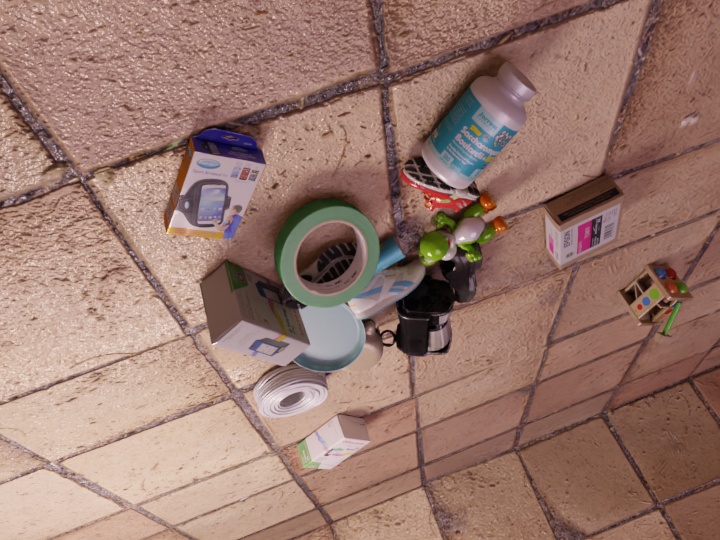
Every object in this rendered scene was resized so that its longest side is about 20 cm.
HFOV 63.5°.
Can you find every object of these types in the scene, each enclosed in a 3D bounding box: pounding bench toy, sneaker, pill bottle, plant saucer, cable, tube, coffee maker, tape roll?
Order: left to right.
[{"bbox_3d":[-0.182,0.321,1.539,0.198,0.070,0.200,18,128,-44],"label":"cable"},{"bbox_3d":[-0.086,0.143,1.325,0.195,0.028,0.204,1,117,2],"label":"plant saucer"},{"bbox_3d":[-0.076,0.006,1.193,0.198,0.079,0.090,-30,-176,-9],"label":"sneaker"},{"bbox_3d":[-0.061,-0.030,1.089,0.197,0.048,0.204,-10,117,-21],"label":"tape roll"},{"bbox_3d":[0.000,0.000,1.229,0.198,0.051,0.078,-32,-171,9],"label":"tube"},{"bbox_3d":[0.059,0.025,1.276,0.198,0.082,0.076,-32,-168,-19],"label":"sneaker"},{"bbox_3d":[0.131,0.118,1.395,0.189,0.136,0.201,-19,145,-5],"label":"coffee maker"},{"bbox_3d":[0.144,-0.149,1.103,0.197,0.078,0.085,12,138,-39],"label":"sneaker"},{"bbox_3d":[0.230,0.004,1.370,0.089,0.077,0.202,-8,137,-5],"label":"sneaker"},{"bbox_3d":[0.200,-0.243,0.975,0.109,0.112,0.200,10,133,-39],"label":"pill bottle"},{"bbox_3d":[0.925,0.101,1.775,0.122,0.202,0.157,2,140,-31],"label":"pounding bench toy"}]

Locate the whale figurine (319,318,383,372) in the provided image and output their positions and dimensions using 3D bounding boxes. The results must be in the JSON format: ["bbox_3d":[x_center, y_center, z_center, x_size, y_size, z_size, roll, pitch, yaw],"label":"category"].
[{"bbox_3d":[-0.031,0.154,1.404,0.158,0.105,0.200,-35,119,19],"label":"whale figurine"}]

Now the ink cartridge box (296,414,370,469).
[{"bbox_3d":[-0.086,0.564,1.905,0.199,0.085,0.144,-40,142,22],"label":"ink cartridge box"}]

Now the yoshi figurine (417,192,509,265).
[{"bbox_3d":[0.204,-0.074,1.219,0.198,0.113,0.112,-32,129,17],"label":"yoshi figurine"}]

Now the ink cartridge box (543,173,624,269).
[{"bbox_3d":[0.525,-0.110,1.374,0.163,0.076,0.201,-27,146,3],"label":"ink cartridge box"}]

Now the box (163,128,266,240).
[{"bbox_3d":[-0.233,-0.133,0.933,0.117,0.042,0.201,3,139,-33],"label":"box"}]

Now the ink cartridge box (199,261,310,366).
[{"bbox_3d":[-0.206,0.089,1.149,0.087,0.147,0.199,-36,143,18],"label":"ink cartridge box"}]
